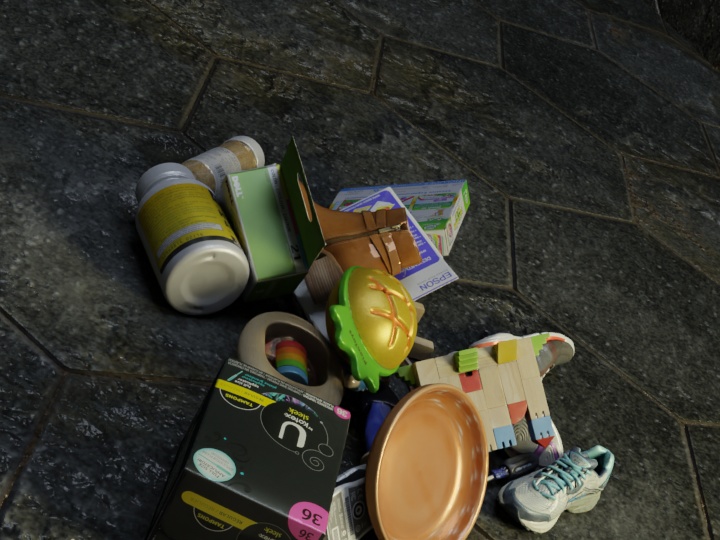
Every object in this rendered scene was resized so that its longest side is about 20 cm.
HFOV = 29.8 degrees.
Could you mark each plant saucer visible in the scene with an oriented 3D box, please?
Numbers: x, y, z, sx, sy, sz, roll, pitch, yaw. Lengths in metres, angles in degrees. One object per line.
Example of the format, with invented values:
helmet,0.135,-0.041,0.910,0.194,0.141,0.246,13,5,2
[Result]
plant saucer,0.069,0.222,1.486,0.037,0.201,0.200,4,7,40

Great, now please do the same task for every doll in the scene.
doll,0.024,0.173,1.630,0.136,0.048,0.200,42,19,-24

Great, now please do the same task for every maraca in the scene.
maraca,0.008,0.068,1.624,0.137,0.107,0.200,60,22,-11

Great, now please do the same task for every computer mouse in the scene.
computer mouse,0.004,0.242,1.474,0.044,0.110,0.200,5,17,41

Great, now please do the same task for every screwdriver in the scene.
screwdriver,0.151,0.252,1.642,0.028,0.029,0.200,31,26,37

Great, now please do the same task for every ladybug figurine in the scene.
ladybug figurine,-0.089,0.126,1.582,0.136,0.072,0.200,24,28,-13

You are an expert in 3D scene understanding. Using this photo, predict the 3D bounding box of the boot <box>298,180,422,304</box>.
boot,-0.016,-0.061,1.765,0.155,0.077,0.200,-21,54,0

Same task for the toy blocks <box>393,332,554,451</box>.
toy blocks,0.150,0.167,1.677,0.199,0.100,0.137,-11,82,-10

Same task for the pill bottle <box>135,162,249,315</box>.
pill bottle,-0.220,-0.046,1.703,0.111,0.111,0.200,9,34,-34

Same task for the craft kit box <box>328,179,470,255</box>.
craft kit box,0.046,-0.072,1.957,0.199,0.049,0.198,-3,21,16

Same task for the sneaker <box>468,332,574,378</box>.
sneaker,0.230,0.136,1.900,0.200,0.077,0.082,1,66,-41

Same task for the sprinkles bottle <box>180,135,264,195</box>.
sprinkles bottle,-0.208,-0.137,1.910,0.068,0.068,0.200,35,28,10

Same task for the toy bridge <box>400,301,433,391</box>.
toy bridge,0.064,0.101,1.819,0.067,0.027,0.200,20,29,-18

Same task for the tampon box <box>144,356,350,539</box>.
tampon box,-0.111,0.212,1.359,0.150,0.126,0.200,25,28,-7

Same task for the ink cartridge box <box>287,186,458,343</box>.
ink cartridge box,0.000,0.000,1.795,0.198,0.043,0.200,-26,50,-11

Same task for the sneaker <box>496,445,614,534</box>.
sneaker,0.243,0.257,1.668,0.078,0.086,0.200,43,30,25

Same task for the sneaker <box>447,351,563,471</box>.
sneaker,0.194,0.177,1.768,0.200,0.075,0.100,46,13,14

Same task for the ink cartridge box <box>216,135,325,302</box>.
ink cartridge box,-0.115,-0.061,1.676,0.076,0.200,0.148,-12,77,-17
